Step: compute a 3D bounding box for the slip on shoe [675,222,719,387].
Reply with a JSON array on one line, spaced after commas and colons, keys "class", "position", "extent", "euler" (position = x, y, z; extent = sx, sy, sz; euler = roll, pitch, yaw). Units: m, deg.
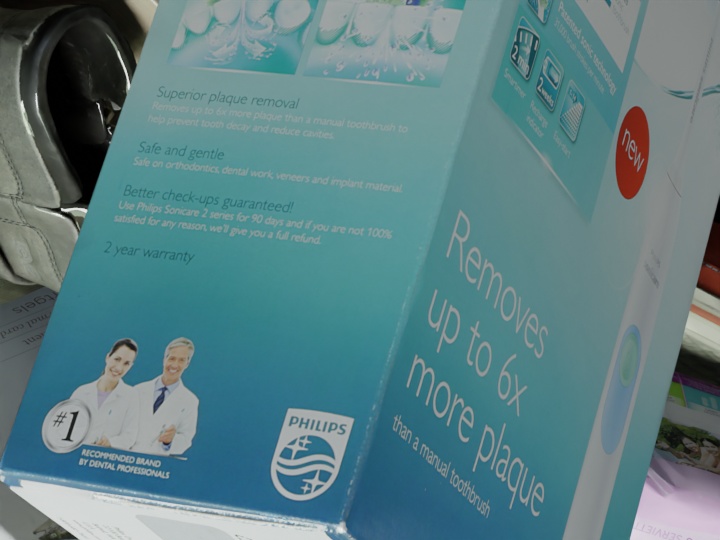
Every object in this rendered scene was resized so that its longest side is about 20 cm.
[{"class": "slip on shoe", "position": [0.132, 0.010, 0.817], "extent": [0.200, 0.061, 0.074], "euler": [19, 174, -12]}]

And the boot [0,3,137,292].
[{"class": "boot", "position": [-0.110, -0.010, 0.767], "extent": [0.131, 0.068, 0.200], "euler": [22, 150, 19]}]

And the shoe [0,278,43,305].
[{"class": "shoe", "position": [-0.102, 0.027, 1.071], "extent": [0.200, 0.053, 0.070], "euler": [12, 160, 15]}]

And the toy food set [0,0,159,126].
[{"class": "toy food set", "position": [-0.066, -0.066, 0.774], "extent": [0.143, 0.060, 0.200], "euler": [-5, 137, 49]}]

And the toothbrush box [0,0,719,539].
[{"class": "toothbrush box", "position": [0.015, -0.014, 0.640], "extent": [0.085, 0.200, 0.146], "euler": [6, 157, 27]}]

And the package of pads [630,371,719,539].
[{"class": "package of pads", "position": [0.076, 0.090, 0.802], "extent": [0.200, 0.076, 0.121], "euler": [17, 118, -12]}]

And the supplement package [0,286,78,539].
[{"class": "supplement package", "position": [-0.073, 0.105, 0.939], "extent": [0.200, 0.117, 0.117], "euler": [36, 136, 37]}]
